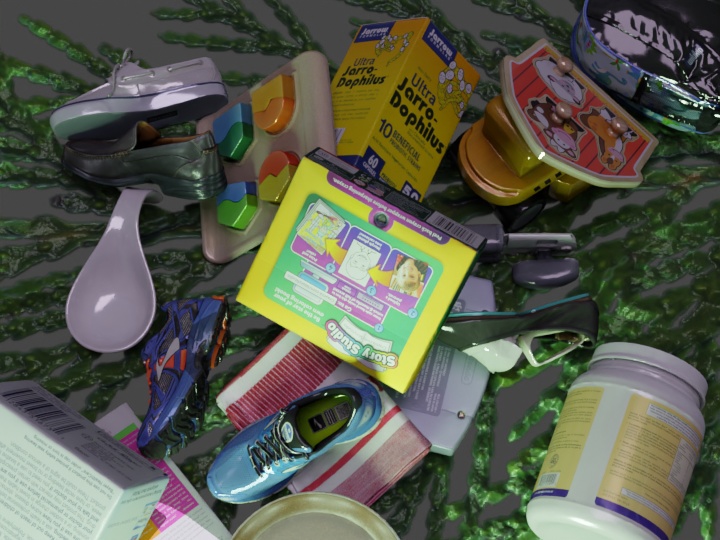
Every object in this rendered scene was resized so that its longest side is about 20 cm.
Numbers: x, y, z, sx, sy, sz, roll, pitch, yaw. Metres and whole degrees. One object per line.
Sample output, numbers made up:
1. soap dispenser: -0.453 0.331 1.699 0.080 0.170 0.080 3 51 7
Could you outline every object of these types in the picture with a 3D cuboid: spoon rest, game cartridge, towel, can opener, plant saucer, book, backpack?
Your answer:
1. spoon rest: -0.259 -0.006 1.682 0.099 0.061 0.200 5 66 9
2. game cartridge: 0.074 0.094 1.670 0.133 0.040 0.200 13 68 7
3. towel: -0.042 0.157 1.621 0.144 0.023 0.200 -43 74 3
4. can opener: 0.140 -0.014 1.707 0.199 0.053 0.067 -1 67 -2
5. plant saucer: -0.045 0.323 1.558 0.200 0.032 0.201 0 78 -1
6. book: -0.232 0.250 1.590 0.133 0.048 0.200 -36 74 -17
7. backpack: 0.343 -0.263 1.765 0.200 0.147 0.183 28 70 5

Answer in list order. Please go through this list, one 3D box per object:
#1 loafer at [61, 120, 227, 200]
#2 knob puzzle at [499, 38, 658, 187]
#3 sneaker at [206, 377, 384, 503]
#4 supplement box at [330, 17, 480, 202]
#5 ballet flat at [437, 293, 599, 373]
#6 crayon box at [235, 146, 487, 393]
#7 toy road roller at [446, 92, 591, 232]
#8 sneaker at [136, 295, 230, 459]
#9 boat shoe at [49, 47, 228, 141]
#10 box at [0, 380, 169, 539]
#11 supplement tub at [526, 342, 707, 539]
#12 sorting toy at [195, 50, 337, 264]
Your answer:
1. loafer: -0.238 -0.131 1.707 0.199 0.072 0.073 8 26 18
2. knob puzzle: 0.229 -0.164 1.657 0.219 0.030 0.220 24 40 -22
3. sneaker: -0.074 0.166 1.570 0.200 0.089 0.079 -34 74 8
4. supplement box: 0.028 -0.163 1.711 0.109 0.109 0.200 2 59 46
5. ballet flat: 0.166 0.069 1.637 0.199 0.068 0.069 -8 80 -19
6. crayon box: 0.000 0.000 1.576 0.200 0.058 0.173 29 111 7
7. toy road roller: 0.200 -0.148 1.713 0.200 0.146 0.123 -33 73 -14
8. sneaker: -0.197 0.111 1.634 0.078 0.075 0.200 8 51 13
9. boat shoe: -0.256 -0.207 1.760 0.201 0.075 0.086 -14 69 -11
10. box: -0.319 0.239 1.510 0.184 0.105 0.200 32 100 15
11. supplement tub: 0.264 0.189 1.578 0.145 0.145 0.200 21 68 7
12. sorting toy: -0.109 -0.123 1.689 0.036 0.200 0.186 17 59 -43
